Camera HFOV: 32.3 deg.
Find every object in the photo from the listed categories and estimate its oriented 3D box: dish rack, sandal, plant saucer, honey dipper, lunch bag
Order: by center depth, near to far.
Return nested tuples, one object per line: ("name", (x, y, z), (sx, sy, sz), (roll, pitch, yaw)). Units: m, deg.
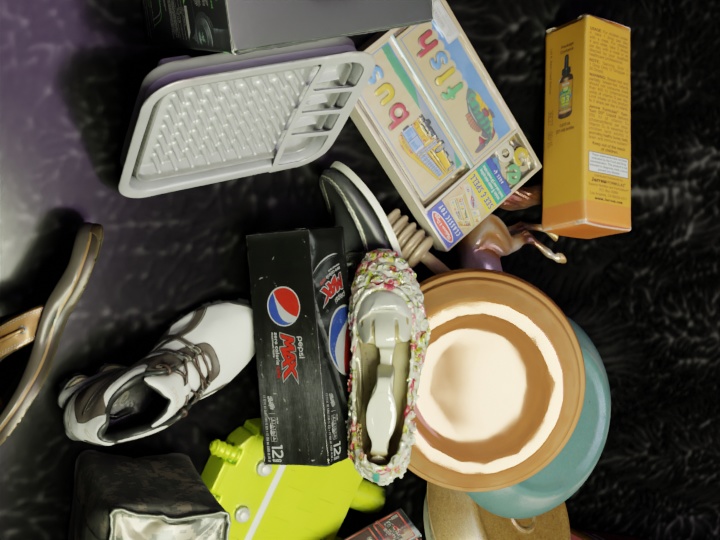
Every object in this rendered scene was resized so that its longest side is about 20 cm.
("sandal", (-0.264, 0.048, 0.986), (0.054, 0.082, 0.202), (25, 90, -15))
("dish rack", (-0.099, -0.131, 1.007), (0.198, 0.172, 0.044), (-15, 70, -27))
("lunch bag", (-0.185, 0.267, 1.023), (0.116, 0.164, 0.203), (5, 98, -21))
("plant saucer", (0.101, 0.100, 1.102), (0.197, 0.037, 0.203), (0, 97, 3))
("honey dipper", (0.098, 0.019, 1.140), (0.199, 0.038, 0.038), (40, 79, 8))
("plant saucer", (0.170, 0.138, 1.175), (0.198, 0.036, 0.203), (-3, 95, -31))
("plant saucer", (0.147, 0.240, 1.220), (0.199, 0.035, 0.202), (24, 52, -35))

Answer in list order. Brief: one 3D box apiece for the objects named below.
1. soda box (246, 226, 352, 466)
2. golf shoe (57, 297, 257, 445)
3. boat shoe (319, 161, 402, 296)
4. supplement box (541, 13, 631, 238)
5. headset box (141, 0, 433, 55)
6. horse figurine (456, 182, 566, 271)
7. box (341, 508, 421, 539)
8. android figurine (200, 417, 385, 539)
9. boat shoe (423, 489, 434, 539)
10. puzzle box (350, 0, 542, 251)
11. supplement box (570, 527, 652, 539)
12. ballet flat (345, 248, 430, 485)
("soda box", (-0.048, 0.065, 1.080), (0.063, 0.070, 0.203), (-8, 94, -61))
("golf shoe", (-0.153, 0.093, 1.049), (0.199, 0.094, 0.078), (-31, 114, -22))
("boat shoe", (0.000, 0.000, 1.126), (0.067, 0.072, 0.202), (-28, 117, -22))
("supplement box", (0.217, -0.136, 1.190), (0.068, 0.066, 0.203), (5, 82, -31))
("headset box", (-0.060, -0.228, 0.964), (0.172, 0.199, 0.094), (-14, 107, -27))
("horse figurine", (0.134, 0.003, 1.198), (0.131, 0.050, 0.203), (14, 79, -20))
("box", (-0.035, 0.319, 1.167), (0.198, 0.040, 0.138), (-25, 138, -23))
("android figurine", (-0.070, 0.213, 1.155), (0.199, 0.041, 0.184), (29, 86, -33))
("boat shoe", (0.121, 0.291, 1.269), (0.059, 0.071, 0.202), (-40, 111, -60))
("puzzle box", (0.070, -0.136, 1.148), (0.133, 0.025, 0.201), (-41, 111, -15))
("supplement box", (0.312, 0.375, 1.299), (0.199, 0.196, 0.134), (18, 93, -43))
("ballet flat", (0.023, 0.080, 1.051), (0.075, 0.064, 0.203), (-1, 84, 3))
